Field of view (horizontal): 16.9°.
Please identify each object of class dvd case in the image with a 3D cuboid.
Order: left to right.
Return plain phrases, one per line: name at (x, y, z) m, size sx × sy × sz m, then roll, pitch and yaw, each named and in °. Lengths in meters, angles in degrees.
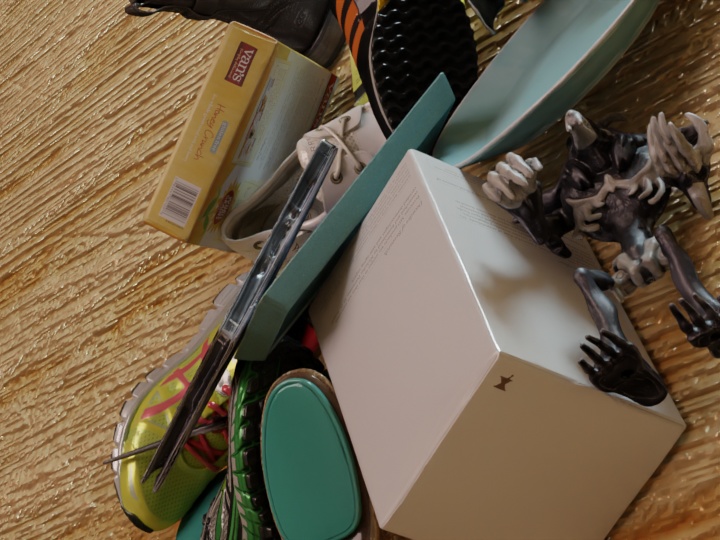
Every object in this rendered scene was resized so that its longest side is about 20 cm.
dvd case at (-0.072, 0.030, 1.424) m, size 0.149 × 0.016 × 0.200 m, roll -64°, pitch 3°, yaw -34°

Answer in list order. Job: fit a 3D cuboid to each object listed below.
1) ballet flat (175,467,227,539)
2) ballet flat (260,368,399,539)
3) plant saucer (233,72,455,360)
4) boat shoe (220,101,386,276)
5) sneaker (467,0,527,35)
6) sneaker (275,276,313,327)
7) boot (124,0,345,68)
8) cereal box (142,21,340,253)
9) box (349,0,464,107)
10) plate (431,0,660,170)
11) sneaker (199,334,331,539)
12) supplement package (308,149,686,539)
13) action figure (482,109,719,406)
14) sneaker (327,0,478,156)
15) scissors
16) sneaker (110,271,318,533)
ballet flat at (-0.086, 0.190, 1.525) m, size 0.069 × 0.063 × 0.200 m, roll -37°, pitch 12°, yaw 16°
ballet flat at (-0.004, 0.151, 1.328) m, size 0.070 × 0.065 × 0.201 m, roll -14°, pitch 87°, yaw 31°
plant saucer at (-0.005, -0.029, 1.366) m, size 0.200 × 0.019 × 0.070 m, roll -51°, pitch -7°, yaw -34°
boat shoe at (-0.011, -0.063, 1.549) m, size 0.200 × 0.069 × 0.071 m, roll -41°, pitch 51°, yaw 28°
sneaker at (0.090, -0.210, 1.492) m, size 0.060 × 0.104 × 0.200 m, roll -39°, pitch -2°, yaw 24°
sneaker at (0.000, 0.000, 1.471) m, size 0.089 × 0.079 × 0.200 m, roll -47°, pitch 10°, yaw -3°
boot at (-0.078, -0.249, 1.732) m, size 0.069 × 0.173 × 0.201 m, roll -22°, pitch 51°, yaw 56°
cereal box at (-0.077, -0.084, 1.634) m, size 0.144 × 0.039 × 0.200 m, roll -66°, pitch -11°, yaw 2°
box at (0.028, -0.193, 1.627) m, size 0.075 × 0.050 × 0.201 m, roll -48°, pitch 33°, yaw 36°
plate at (0.117, -0.124, 1.372) m, size 0.200 × 0.026 × 0.200 m, roll -46°, pitch 11°, yaw 12°
sneaker at (-0.062, 0.134, 1.385) m, size 0.085 × 0.078 × 0.201 m, roll 10°, pitch 99°, yaw 47°
supplement package at (0.066, 0.051, 1.282) m, size 0.120 × 0.121 × 0.200 m, roll -57°, pitch 27°, yaw 22°
action figure at (0.132, -0.032, 1.230) m, size 0.118 × 0.102 × 0.200 m, roll -24°, pitch 42°, yaw 8°
sneaker at (0.020, -0.155, 1.511) m, size 0.090 × 0.070 × 0.201 m, roll 128°, pitch 130°, yaw -69°
scissors at (-0.076, 0.091, 1.509) m, size 0.199 × 0.014 × 0.073 m, roll -20°, pitch 10°, yaw 43°
sneaker at (-0.087, 0.084, 1.576) m, size 0.090 × 0.078 × 0.201 m, roll 7°, pitch 60°, yaw 50°
